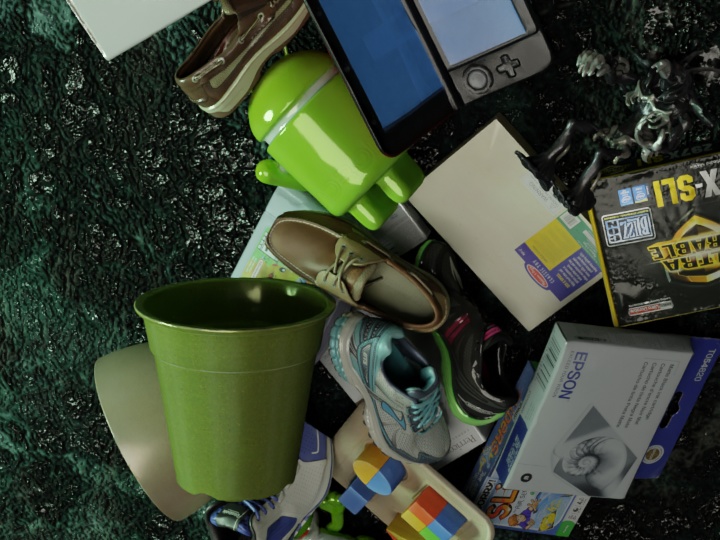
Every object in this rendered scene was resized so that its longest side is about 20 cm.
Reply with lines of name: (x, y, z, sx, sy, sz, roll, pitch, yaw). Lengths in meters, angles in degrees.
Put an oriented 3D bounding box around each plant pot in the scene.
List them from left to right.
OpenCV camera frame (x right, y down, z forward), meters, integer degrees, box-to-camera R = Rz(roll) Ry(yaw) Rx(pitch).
plant pot: (-0.184, 0.155, 1.678, 0.134, 0.200, 0.201, -28, 105, 5)
plant pot: (-0.126, 0.122, 1.531, 0.199, 0.200, 0.191, 5, 104, 13)

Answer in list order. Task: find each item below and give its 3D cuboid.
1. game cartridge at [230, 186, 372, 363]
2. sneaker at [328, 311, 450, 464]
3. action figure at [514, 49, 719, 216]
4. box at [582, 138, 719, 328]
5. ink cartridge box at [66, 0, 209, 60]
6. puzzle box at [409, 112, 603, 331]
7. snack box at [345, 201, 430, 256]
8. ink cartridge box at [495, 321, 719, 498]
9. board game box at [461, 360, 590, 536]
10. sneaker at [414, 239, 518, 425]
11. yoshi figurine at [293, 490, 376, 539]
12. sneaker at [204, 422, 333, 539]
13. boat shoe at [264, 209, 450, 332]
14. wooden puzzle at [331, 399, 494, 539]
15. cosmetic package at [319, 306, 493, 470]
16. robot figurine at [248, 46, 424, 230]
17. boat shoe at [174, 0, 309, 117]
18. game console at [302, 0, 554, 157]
game cartridge: (-0.073, 0.020, 1.613, 0.133, 0.040, 0.201, 34, 105, 22)
sneaker: (0.045, 0.127, 1.524, 0.086, 0.078, 0.200, 3, 138, 44)
action figure: (0.248, -0.144, 1.430, 0.200, 0.102, 0.119, -42, 61, 3)
box: (0.331, -0.041, 1.500, 0.199, 0.049, 0.160, -11, 108, 11)
ink cartridge box: (-0.189, -0.316, 1.445, 0.147, 0.200, 0.145, -26, 105, 25)
puzzle box: (0.159, -0.047, 1.571, 0.133, 0.025, 0.200, -38, 100, 26)
snack box: (-0.024, -0.016, 1.636, 0.200, 0.024, 0.072, -32, 102, 25)
ink cartridge box: (0.261, 0.148, 1.566, 0.199, 0.041, 0.200, 5, 123, -19)
board game box: (0.201, 0.194, 1.631, 0.135, 0.035, 0.201, 10, 120, -22)
sneaker: (0.114, 0.059, 1.584, 0.084, 0.077, 0.201, -18, 94, 38)
yoshi figurine: (-0.043, 0.311, 1.742, 0.199, 0.112, 0.112, 31, 122, 8)
sneaker: (-0.103, 0.252, 1.653, 0.080, 0.115, 0.200, 19, 81, 25)
boat shoe: (0.000, 0.000, 1.521, 0.199, 0.074, 0.076, 25, 97, 1)
wooden puzzle: (0.040, 0.250, 1.661, 0.200, 0.046, 0.185, 45, 152, 6)
cosmetic package: (0.047, 0.117, 1.651, 0.102, 0.074, 0.200, -35, 100, 27)
robot figurine: (-0.029, -0.136, 1.528, 0.200, 0.116, 0.175, 44, 120, -2)
boat shoe: (-0.107, -0.247, 1.486, 0.075, 0.075, 0.203, 32, 92, -39)
game console: (0.066, -0.239, 1.457, 0.172, 0.119, 0.201, -21, 107, 23)
